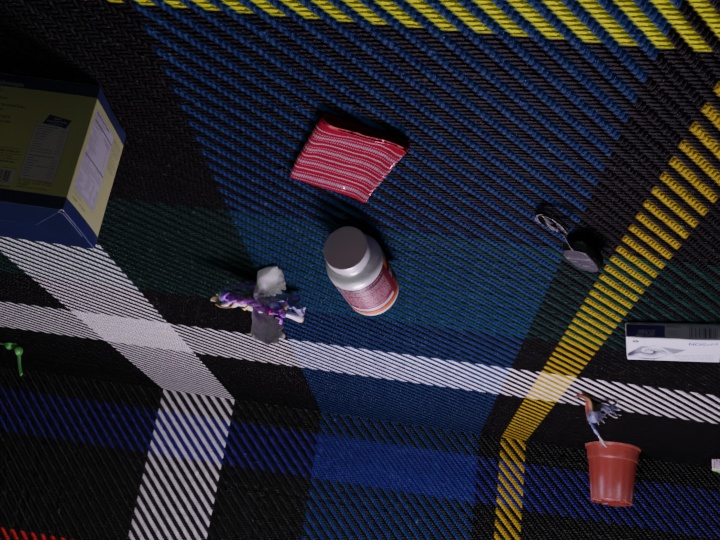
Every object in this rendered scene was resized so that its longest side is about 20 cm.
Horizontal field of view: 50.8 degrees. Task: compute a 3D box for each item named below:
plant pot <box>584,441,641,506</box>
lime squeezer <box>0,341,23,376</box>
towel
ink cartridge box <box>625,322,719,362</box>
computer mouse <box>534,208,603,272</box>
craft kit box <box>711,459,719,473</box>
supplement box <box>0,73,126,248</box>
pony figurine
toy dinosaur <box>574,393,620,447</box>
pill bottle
[{"bbox_3d":[0.911,0.740,2.742,0.196,0.199,0.201,7,159,3],"label":"plant pot"},{"bbox_3d":[-1.248,0.289,2.706,0.198,0.071,0.038,35,-177,17],"label":"lime squeezer"},{"bbox_3d":[-0.022,-0.168,1.170,0.142,0.023,0.200,16,157,-14],"label":"towel"},{"bbox_3d":[0.686,0.168,1.666,0.196,0.041,0.200,0,156,23],"label":"ink cartridge box"},{"bbox_3d":[0.356,-0.056,1.286,0.058,0.035,0.199,11,160,47],"label":"computer mouse"},{"bbox_3d":[1.381,0.704,2.674,0.195,0.050,0.198,22,155,-34],"label":"craft kit box"},{"bbox_3d":[-0.482,-0.163,1.125,0.195,0.204,0.135,8,158,3],"label":"supplement box"},{"bbox_3d":[-0.214,0.078,1.702,0.190,0.171,0.199,3,174,34],"label":"pony figurine"},{"bbox_3d":[0.705,0.418,2.265,0.201,0.105,0.182,49,169,2],"label":"toy dinosaur"},{"bbox_3d":[0.000,0.000,1.441,0.111,0.115,0.200,2,157,18],"label":"pill bottle"}]
